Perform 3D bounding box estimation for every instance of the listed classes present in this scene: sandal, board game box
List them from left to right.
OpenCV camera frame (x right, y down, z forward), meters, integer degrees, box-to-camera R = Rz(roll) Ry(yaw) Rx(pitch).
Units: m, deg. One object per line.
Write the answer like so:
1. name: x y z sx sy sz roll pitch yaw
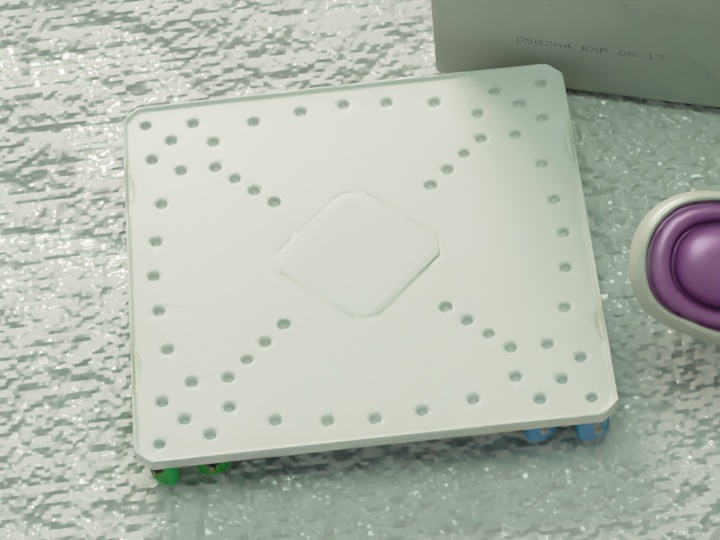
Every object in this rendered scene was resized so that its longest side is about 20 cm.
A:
1. board game box: 0.000 0.000 1.267 0.199 0.026 0.200 -6 50 0
2. sandal: 0.210 0.011 1.191 0.202 0.050 0.083 3 90 -8

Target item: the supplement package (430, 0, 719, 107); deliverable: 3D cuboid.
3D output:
1. supplement package: 0.124 -0.203 1.345 0.151 0.151 0.200 8 51 12

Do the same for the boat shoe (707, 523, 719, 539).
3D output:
1. boat shoe: 0.219 0.092 1.143 0.200 0.071 0.072 -34 66 3
